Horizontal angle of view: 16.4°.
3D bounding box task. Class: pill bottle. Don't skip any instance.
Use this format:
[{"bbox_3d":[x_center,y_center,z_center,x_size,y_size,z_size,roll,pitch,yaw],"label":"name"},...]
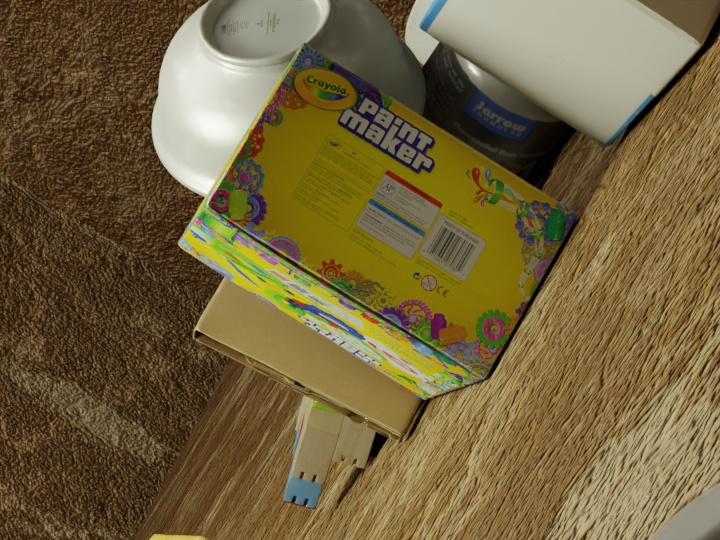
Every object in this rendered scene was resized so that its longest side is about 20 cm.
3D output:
[{"bbox_3d":[0.099,-0.127,1.785,0.200,0.113,0.114,-55,5,46],"label":"pill bottle"}]

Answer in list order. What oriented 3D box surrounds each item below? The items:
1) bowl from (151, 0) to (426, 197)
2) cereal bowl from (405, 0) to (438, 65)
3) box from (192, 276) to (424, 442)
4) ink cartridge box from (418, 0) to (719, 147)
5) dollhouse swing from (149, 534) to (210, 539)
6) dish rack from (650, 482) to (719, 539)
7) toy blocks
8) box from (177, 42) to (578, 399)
[{"bbox_3d":[-0.058,-0.145,1.743,0.091,0.200,0.202,77,-148,-45],"label":"bowl"},{"bbox_3d":[0.136,-0.230,2.097,0.200,0.083,0.200,-40,-17,-15],"label":"cereal bowl"},{"bbox_3d":[0.000,0.000,1.722,0.201,0.163,0.021,-60,-9,-25],"label":"box"},{"bbox_3d":[0.157,-0.214,1.509,0.201,0.144,0.147,-60,4,-28],"label":"ink cartridge box"},{"bbox_3d":[-0.097,0.299,1.626,0.201,0.175,0.182,-61,-37,-26],"label":"dollhouse swing"},{"bbox_3d":[0.087,0.110,0.308,0.171,0.044,0.200,-3,45,38],"label":"dish rack"},{"bbox_3d":[-0.012,0.084,1.837,0.200,0.099,0.137,-80,5,-51],"label":"toy blocks"},{"bbox_3d":[0.005,-0.024,1.580,0.122,0.199,0.193,-59,5,-11],"label":"box"}]
